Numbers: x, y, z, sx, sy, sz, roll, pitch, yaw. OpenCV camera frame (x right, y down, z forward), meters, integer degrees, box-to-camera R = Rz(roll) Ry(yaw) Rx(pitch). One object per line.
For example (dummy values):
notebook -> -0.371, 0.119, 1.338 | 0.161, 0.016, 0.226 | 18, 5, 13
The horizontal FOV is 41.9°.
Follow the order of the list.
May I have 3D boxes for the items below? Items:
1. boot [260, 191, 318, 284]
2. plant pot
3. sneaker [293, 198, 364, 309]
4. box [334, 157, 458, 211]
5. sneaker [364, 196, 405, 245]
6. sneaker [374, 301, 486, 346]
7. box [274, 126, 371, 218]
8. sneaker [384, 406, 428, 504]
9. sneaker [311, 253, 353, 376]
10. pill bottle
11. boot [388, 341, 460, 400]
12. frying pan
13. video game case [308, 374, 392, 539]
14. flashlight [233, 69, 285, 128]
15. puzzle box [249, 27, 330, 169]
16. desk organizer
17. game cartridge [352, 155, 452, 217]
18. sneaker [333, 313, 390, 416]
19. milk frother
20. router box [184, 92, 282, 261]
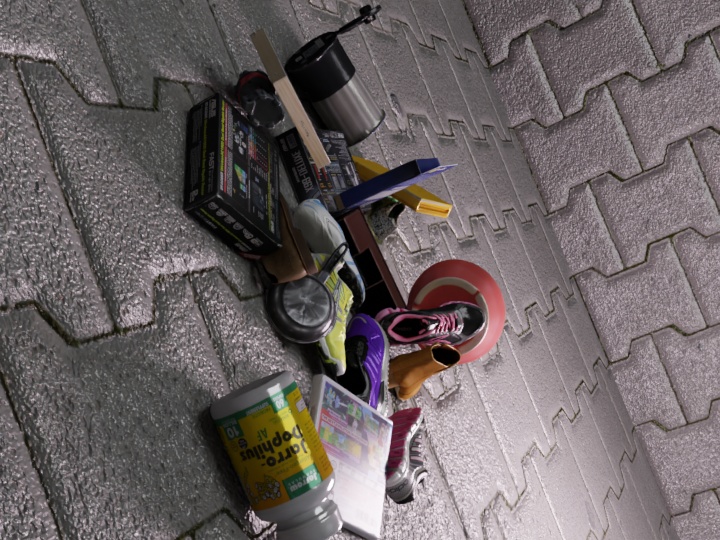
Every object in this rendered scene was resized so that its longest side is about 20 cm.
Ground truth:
boot -> -0.129, -0.056, 1.419 | 0.201, 0.075, 0.074 | -117, -177, -47
plant pot -> 0.170, 0.081, 1.737 | 0.177, 0.198, 0.203 | -4, 72, -80
sneaker -> -0.043, -0.030, 1.568 | 0.202, 0.071, 0.073 | 62, 34, -13
box -> 0.064, -0.157, 1.632 | 0.121, 0.198, 0.033 | -20, 89, -66
sneaker -> 0.056, -0.114, 1.841 | 0.077, 0.088, 0.201 | 56, 26, -25
sneaker -> 0.123, 0.094, 1.594 | 0.095, 0.197, 0.080 | 156, -73, -80
box -> -0.063, -0.172, 1.686 | 0.200, 0.049, 0.160 | -14, 82, -67
sneaker -> 0.072, 0.302, 1.524 | 0.088, 0.073, 0.200 | 65, 22, -21
sneaker -> -0.044, 0.062, 1.453 | 0.076, 0.075, 0.203 | 102, -24, -70
pill bottle -> -0.098, 0.236, 1.157 | 0.202, 0.112, 0.113 | 67, 23, -2
boot -> 0.114, 0.172, 1.636 | 0.201, 0.143, 0.072 | 11, 59, -63
frying pan -> -0.058, 0.035, 1.413 | 0.189, 0.031, 0.116 | -28, 82, -32
video game case -> -0.020, 0.272, 1.356 | 0.200, 0.023, 0.184 | 40, 49, -46
flashlight -> -0.154, -0.264, 1.459 | 0.068, 0.067, 0.200 | 59, -2, -26
puzzle box -> -0.110, -0.270, 1.485 | 0.134, 0.025, 0.201 | 65, 2, 40
desk organizer -> 0.000, 0.000, 1.641 | 0.202, 0.071, 0.077 | 64, 25, -6
game cartridge -> 0.067, -0.167, 1.848 | 0.199, 0.033, 0.176 | 31, 12, 23
sneaker -> -0.005, 0.144, 1.500 | 0.099, 0.069, 0.202 | 39, 35, -44
milk frother -> -0.010, -0.379, 1.804 | 0.189, 0.198, 0.181 | 54, 22, -29
router box -> -0.184, -0.135, 1.371 | 0.150, 0.062, 0.202 | 42, 33, -46
